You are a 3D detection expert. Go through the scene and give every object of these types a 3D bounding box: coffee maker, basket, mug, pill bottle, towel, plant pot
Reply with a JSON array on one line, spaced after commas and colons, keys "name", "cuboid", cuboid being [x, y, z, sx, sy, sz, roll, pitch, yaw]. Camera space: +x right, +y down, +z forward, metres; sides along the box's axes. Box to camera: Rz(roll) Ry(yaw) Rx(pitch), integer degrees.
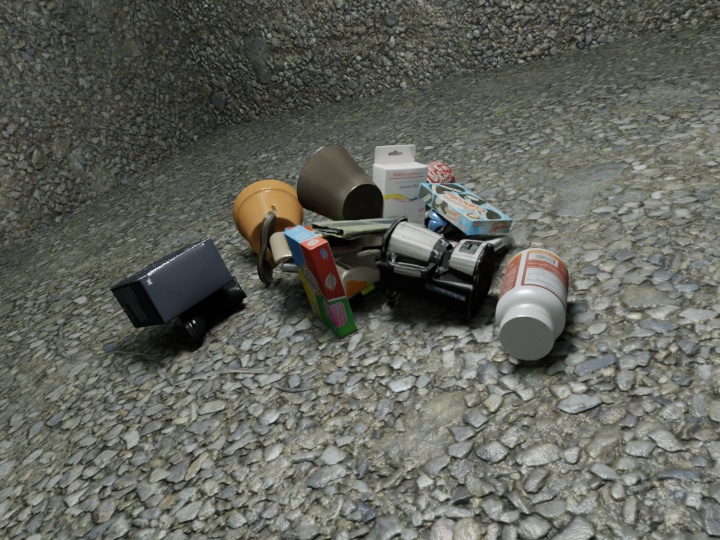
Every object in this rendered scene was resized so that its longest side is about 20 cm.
[{"name": "coffee maker", "cuboid": [0.149, 0.006, 1.207, 0.199, 0.193, 0.135, 20, 62, 24]}, {"name": "basket", "cuboid": [-0.044, -0.186, 1.488, 0.181, 0.135, 0.200, -58, 41, 9]}, {"name": "mug", "cuboid": [0.150, -0.219, 1.656, 0.176, 0.135, 0.200, 8, 23, 25]}, {"name": "pill bottle", "cuboid": [0.286, 0.056, 1.043, 0.111, 0.113, 0.200, -6, 28, 25]}, {"name": "towel", "cuboid": [0.012, -0.085, 1.326, 0.198, 0.035, 0.192, -5, 10, -24]}, {"name": "plant pot", "cuboid": [-0.247, -0.129, 1.729, 0.199, 0.201, 0.140, -19, 40, -2]}]

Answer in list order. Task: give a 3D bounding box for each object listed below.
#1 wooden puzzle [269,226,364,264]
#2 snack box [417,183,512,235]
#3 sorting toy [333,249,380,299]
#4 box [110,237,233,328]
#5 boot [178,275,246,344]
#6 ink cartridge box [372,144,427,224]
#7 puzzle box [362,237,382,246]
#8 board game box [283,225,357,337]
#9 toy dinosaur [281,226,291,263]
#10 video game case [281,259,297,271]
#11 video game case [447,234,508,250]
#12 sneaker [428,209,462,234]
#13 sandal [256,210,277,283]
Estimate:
[{"name": "wooden puzzle", "cuboid": [-0.104, -0.071, 1.418, 0.198, 0.038, 0.185, -10, 21, -9]}, {"name": "snack box", "cuboid": [0.226, -0.138, 1.378, 0.115, 0.037, 0.200, -5, 32, -31]}, {"name": "sorting toy", "cuboid": [0.000, 0.000, 1.388, 0.179, 0.108, 0.200, -22, 24, -23]}, {"name": "box", "cuboid": [-0.435, 0.031, 1.440, 0.196, 0.118, 0.199, -37, 15, -36]}, {"name": "boot", "cuboid": [-0.345, 0.087, 1.470, 0.162, 0.074, 0.198, -28, 20, -14]}, {"name": "ink cartridge box", "cuboid": [0.093, -0.191, 1.484, 0.116, 0.202, 0.067, -8, 22, -23]}, {"name": "puzzle box", "cuboid": [0.053, -0.095, 1.551, 0.198, 0.026, 0.133, -6, 22, -18]}, {"name": "board game box", "cuboid": [-0.082, 0.020, 1.271, 0.040, 0.201, 0.153, -26, 25, -17]}, {"name": "toy dinosaur", "cuboid": [-0.122, -0.073, 1.589, 0.198, 0.087, 0.136, -14, 18, -2]}, {"name": "video game case", "cuboid": [-0.082, -0.055, 1.638, 0.181, 0.023, 0.200, 1, 31, 37]}, {"name": "video game case", "cuboid": [0.196, -0.047, 1.342, 0.198, 0.023, 0.182, -4, 10, 30]}, {"name": "sneaker", "cuboid": [0.217, -0.112, 1.463, 0.082, 0.071, 0.199, 15, 12, 19]}, {"name": "sandal", "cuboid": [-0.216, -0.051, 1.538, 0.054, 0.201, 0.082, 13, 29, 5]}]
